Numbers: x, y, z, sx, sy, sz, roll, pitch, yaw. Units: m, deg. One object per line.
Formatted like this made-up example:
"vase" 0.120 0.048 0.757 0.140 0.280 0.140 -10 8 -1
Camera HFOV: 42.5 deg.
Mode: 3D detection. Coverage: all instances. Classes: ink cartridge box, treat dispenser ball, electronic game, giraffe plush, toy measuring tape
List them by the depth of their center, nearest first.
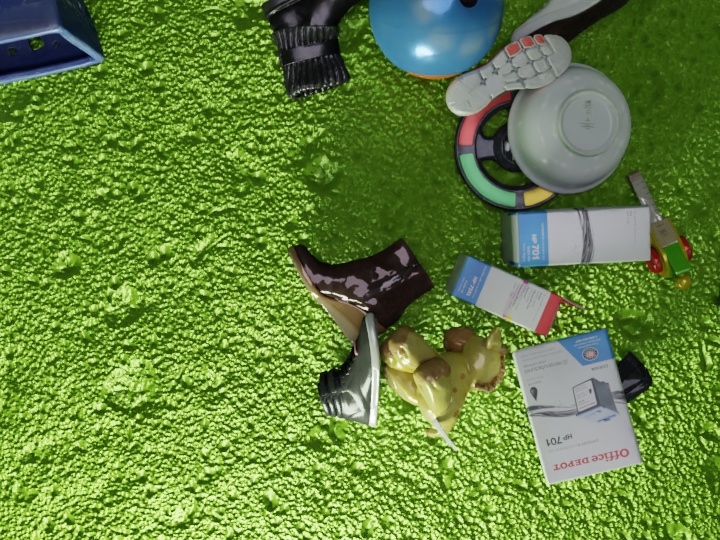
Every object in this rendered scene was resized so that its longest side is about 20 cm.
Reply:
"treat dispenser ball" 0.111 -0.385 1.364 0.198 0.201 0.204 0 94 0
"ink cartridge box" 0.325 0.204 1.395 0.144 0.086 0.203 -15 79 8
"ink cartridge box" 0.324 -0.054 1.411 0.197 0.146 0.087 -2 92 0
"ink cartridge box" 0.236 0.044 1.432 0.198 0.116 0.068 24 93 -1
"giraffe plush" 0.146 0.150 1.433 0.161 0.173 0.201 -33 82 -19
"electronic game" 0.246 -0.195 1.455 0.197 0.042 0.203 0 94 0
"toy measuring tape" 0.469 -0.058 1.464 0.073 0.074 0.202 -22 71 2

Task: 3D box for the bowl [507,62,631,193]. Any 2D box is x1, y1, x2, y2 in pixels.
"bowl" 0.330 -0.218 1.399 0.198 0.090 0.204 -1 93 -9

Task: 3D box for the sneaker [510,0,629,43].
"sneaker" 0.316 -0.409 1.440 0.198 0.073 0.085 -27 63 8

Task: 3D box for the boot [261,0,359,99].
"boot" -0.039 -0.367 1.424 0.209 0.079 0.160 -21 86 12

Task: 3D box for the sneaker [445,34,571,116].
"sneaker" 0.218 -0.301 1.399 0.198 0.082 0.078 -21 103 8

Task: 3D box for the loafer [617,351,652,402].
"loafer" 0.367 0.205 1.473 0.199 0.068 0.071 -35 72 7

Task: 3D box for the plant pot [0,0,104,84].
"plant pot" -0.514 -0.398 1.370 0.197 0.200 0.183 -10 88 1

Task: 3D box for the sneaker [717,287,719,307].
"sneaker" 0.652 0.003 1.450 0.200 0.074 0.085 -43 93 3

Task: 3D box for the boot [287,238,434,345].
"boot" 0.000 0.000 1.457 0.166 0.072 0.201 -39 99 1

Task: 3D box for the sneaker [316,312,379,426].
"sneaker" -0.019 0.156 1.439 0.098 0.071 0.202 2 119 0
